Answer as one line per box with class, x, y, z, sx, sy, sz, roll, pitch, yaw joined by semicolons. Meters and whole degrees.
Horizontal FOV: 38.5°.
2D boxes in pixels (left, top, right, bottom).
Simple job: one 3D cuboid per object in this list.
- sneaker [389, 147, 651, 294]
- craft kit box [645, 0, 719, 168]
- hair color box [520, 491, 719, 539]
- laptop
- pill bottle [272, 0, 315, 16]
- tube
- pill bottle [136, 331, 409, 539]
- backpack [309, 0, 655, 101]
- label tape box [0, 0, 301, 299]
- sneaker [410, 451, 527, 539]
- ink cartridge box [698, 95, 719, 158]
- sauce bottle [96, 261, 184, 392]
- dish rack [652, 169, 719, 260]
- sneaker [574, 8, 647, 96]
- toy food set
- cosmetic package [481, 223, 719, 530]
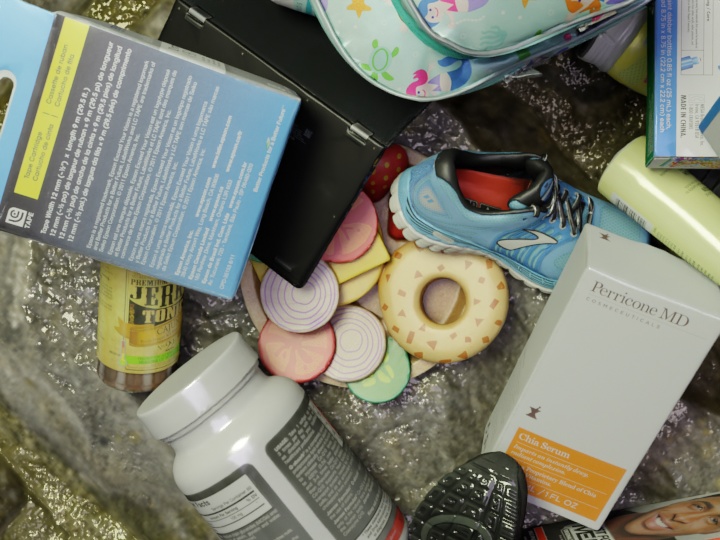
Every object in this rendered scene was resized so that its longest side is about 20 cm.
sneaker;0.125;-0.039;0.739;0.199;0.090;0.079;11;66;-16
craft kit box;0.286;-0.165;0.664;0.196;0.049;0.201;2;86;10
hair color box;0.223;0.218;0.769;0.199;0.102;0.062;-11;93;2
laptop;-0.050;-0.130;0.773;0.187;0.116;0.200;37;115;10
pill bottle;0.041;-0.211;0.714;0.199;0.111;0.111;18;95;-4
tube;0.251;-0.012;0.694;0.058;0.052;0.200;-37;68;-18
pill bottle;-0.064;0.151;0.760;0.116;0.116;0.200;-36;99;4
backpack;0.061;-0.193;0.592;0.199;0.151;0.178;-23;104;11
label tape box;-0.156;-0.081;0.673;0.199;0.066;0.144;18;103;-12
sneaker;0.082;0.212;0.767;0.076;0.091;0.201;30;120;26
ink cartridge box;0.304;-0.117;0.563;0.200;0.146;0.085;-33;79;2
sauce bottle;-0.161;-0.008;0.762;0.064;0.065;0.201;8;115;2
dish rack;0.314;-0.019;0.732;0.199;0.154;0.055;22;51;2
sneaker;0.253;-0.211;0.758;0.090;0.078;0.200;40;100;-8
toy food set;0.000;0.000;0.791;0.197;0.049;0.201;-26;93;4
cosmetic package;0.167;0.080;0.739;0.101;0.071;0.201;21;120;1
